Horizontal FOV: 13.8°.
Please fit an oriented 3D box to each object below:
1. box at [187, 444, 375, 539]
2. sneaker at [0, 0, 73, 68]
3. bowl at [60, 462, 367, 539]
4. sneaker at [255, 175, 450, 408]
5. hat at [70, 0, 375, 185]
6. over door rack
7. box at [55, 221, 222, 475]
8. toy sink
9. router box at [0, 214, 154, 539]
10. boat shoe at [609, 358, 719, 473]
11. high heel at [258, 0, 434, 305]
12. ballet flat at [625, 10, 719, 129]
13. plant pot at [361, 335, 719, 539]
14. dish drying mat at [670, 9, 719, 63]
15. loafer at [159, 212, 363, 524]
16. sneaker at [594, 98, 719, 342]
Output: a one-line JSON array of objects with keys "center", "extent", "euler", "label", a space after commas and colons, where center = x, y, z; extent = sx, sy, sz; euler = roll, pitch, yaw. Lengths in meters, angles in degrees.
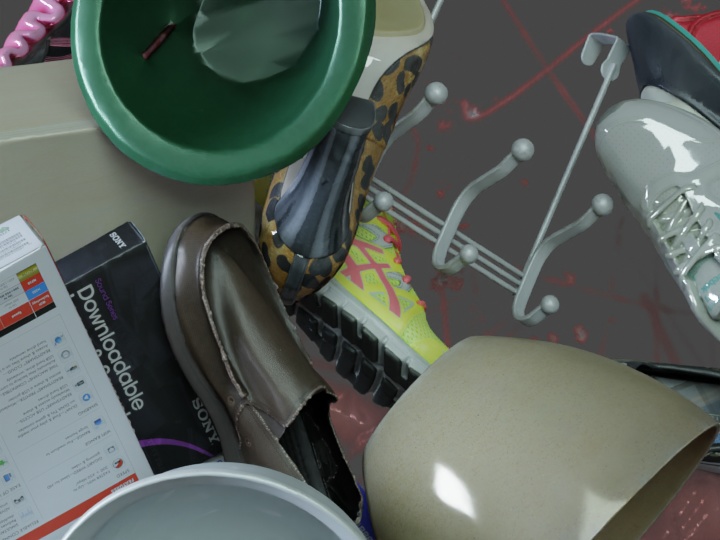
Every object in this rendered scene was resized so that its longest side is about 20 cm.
[{"center": [-0.084, 0.174, 1.658], "extent": [0.200, 0.042, 0.119], "euler": [-33, 76, -21], "label": "box"}, {"center": [-0.169, -0.108, 1.749], "extent": [0.095, 0.079, 0.200], "euler": [34, 68, -5], "label": "sneaker"}, {"center": [-0.067, 0.179, 1.566], "extent": [0.200, 0.090, 0.202], "euler": [3, 111, 7], "label": "bowl"}, {"center": [0.000, 0.000, 1.719], "extent": [0.200, 0.078, 0.090], "euler": [43, 67, 11], "label": "sneaker"}, {"center": [-0.055, -0.142, 1.651], "extent": [0.165, 0.176, 0.201], "euler": [19, 92, 11], "label": "hat"}, {"center": [0.084, -0.089, 1.738], "extent": [0.148, 0.066, 0.201], "euler": [32, 63, -30], "label": "over door rack"}, {"center": [-0.181, 0.081, 1.623], "extent": [0.199, 0.143, 0.036], "euler": [-30, 30, -11], "label": "box"}, {"center": [-0.170, -0.040, 1.662], "extent": [0.199, 0.131, 0.112], "euler": [-10, 27, -19], "label": "toy sink"}, {"center": [-0.224, 0.096, 1.562], "extent": [0.199, 0.049, 0.180], "euler": [-28, 119, -11], "label": "router box"}, {"center": [0.158, 0.080, 1.712], "extent": [0.199, 0.066, 0.070], "euler": [9, 67, -4], "label": "boat shoe"}, {"center": [-0.014, -0.079, 1.686], "extent": [0.071, 0.143, 0.200], "euler": [19, 36, -2], "label": "high heel"}, {"center": [0.216, -0.069, 1.762], "extent": [0.073, 0.073, 0.200], "euler": [-42, 81, -20], "label": "ballet flat"}, {"center": [0.079, 0.114, 1.618], "extent": [0.134, 0.200, 0.200], "euler": [42, 69, 13], "label": "plant pot"}, {"center": [0.243, -0.068, 1.810], "extent": [0.076, 0.018, 0.201], "euler": [-7, 69, -11], "label": "dish drying mat"}, {"center": [-0.044, 0.060, 1.616], "extent": [0.073, 0.071, 0.201], "euler": [-31, 102, -50], "label": "loafer"}, {"center": [0.204, -0.015, 1.704], "extent": [0.200, 0.070, 0.080], "euler": [50, 29, 4], "label": "sneaker"}]
